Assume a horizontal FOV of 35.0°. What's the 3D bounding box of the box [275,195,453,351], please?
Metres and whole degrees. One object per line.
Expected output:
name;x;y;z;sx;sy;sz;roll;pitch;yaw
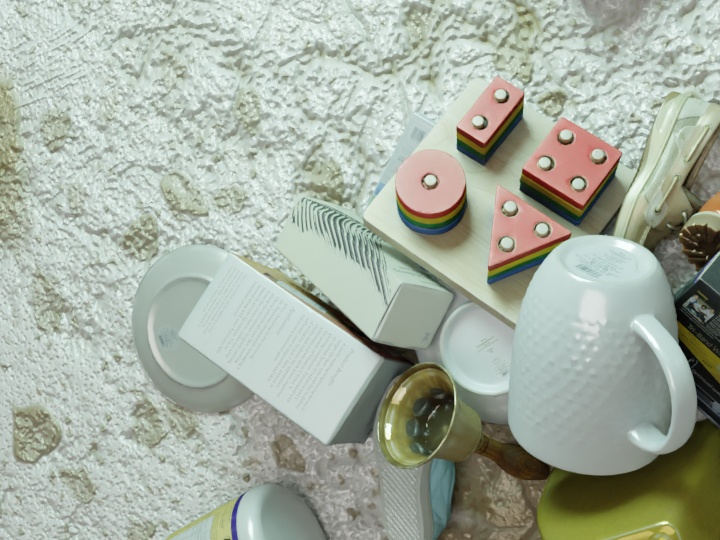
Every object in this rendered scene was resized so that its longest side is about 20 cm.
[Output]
box;0.000;0.000;1.167;0.200;0.082;0.069;40;110;44

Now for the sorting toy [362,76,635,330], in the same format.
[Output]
sorting toy;0.136;-0.078;1.106;0.200;0.070;0.199;35;75;17

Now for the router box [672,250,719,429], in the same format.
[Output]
router box;0.358;0.090;1.030;0.200;0.052;0.157;43;153;9

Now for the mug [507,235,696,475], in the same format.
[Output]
mug;0.219;0.077;0.993;0.200;0.147;0.176;-134;37;-52

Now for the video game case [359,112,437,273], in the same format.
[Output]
video game case;0.072;-0.046;1.219;0.143;0.018;0.201;33;107;17

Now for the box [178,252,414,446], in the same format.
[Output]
box;-0.064;0.085;1.209;0.200;0.152;0.107;34;92;16

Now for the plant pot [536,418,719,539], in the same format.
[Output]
plant pot;0.273;0.272;1.062;0.194;0.200;0.196;-23;85;24

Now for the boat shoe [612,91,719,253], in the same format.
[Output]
boat shoe;0.292;-0.067;1.092;0.065;0.072;0.201;22;98;22

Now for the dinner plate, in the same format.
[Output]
dinner plate;-0.191;0.070;1.346;0.199;0.024;0.201;3;96;25

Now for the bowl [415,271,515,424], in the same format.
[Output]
bowl;0.135;0.069;1.152;0.200;0.090;0.202;3;100;19

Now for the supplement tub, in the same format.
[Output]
supplement tub;-0.148;0.343;1.287;0.200;0.145;0.146;-32;82;23

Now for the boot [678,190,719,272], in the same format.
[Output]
boot;0.385;0.002;1.054;0.200;0.107;0.075;52;150;-16

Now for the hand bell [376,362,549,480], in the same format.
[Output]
hand bell;0.122;0.174;1.136;0.104;0.200;0.105;-30;46;37

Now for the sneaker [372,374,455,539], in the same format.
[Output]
sneaker;0.063;0.195;1.210;0.074;0.082;0.201;14;111;33
